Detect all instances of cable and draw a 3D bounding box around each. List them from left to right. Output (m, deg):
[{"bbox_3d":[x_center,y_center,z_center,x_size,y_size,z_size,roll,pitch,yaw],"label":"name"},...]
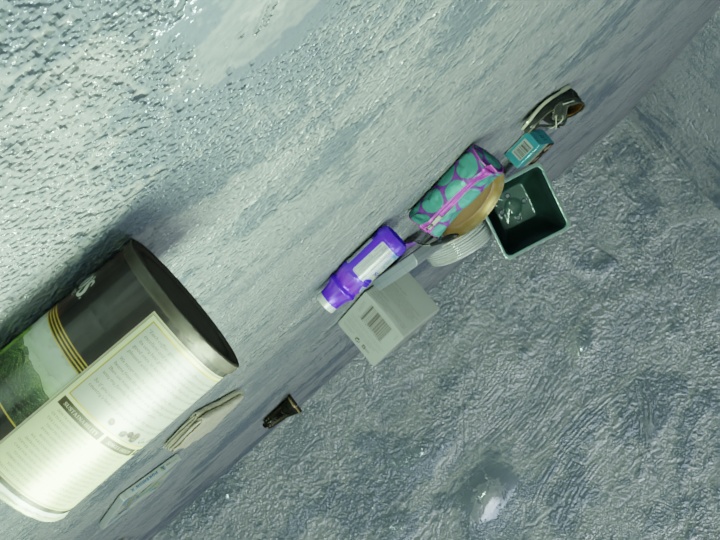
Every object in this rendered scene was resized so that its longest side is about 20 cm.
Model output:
[{"bbox_3d":[0.264,-0.079,2.027,0.199,0.070,0.200,-31,-170,-14],"label":"cable"}]

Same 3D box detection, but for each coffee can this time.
[{"bbox_3d":[-0.228,0.093,0.641,0.200,0.147,0.146,-41,171,-6],"label":"coffee can"}]

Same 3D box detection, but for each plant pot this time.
[{"bbox_3d":[0.251,-0.161,1.697,0.199,0.027,0.201,-30,147,-23],"label":"plant pot"},{"bbox_3d":[0.437,-0.172,2.038,0.194,0.198,0.200,-27,-174,8],"label":"plant pot"}]

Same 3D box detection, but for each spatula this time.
[{"bbox_3d":[0.156,-0.065,1.724,0.056,0.021,0.199,-15,-177,-42],"label":"spatula"}]

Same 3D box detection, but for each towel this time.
[{"bbox_3d":[-0.349,0.341,1.660,0.132,0.035,0.200,-45,171,20],"label":"towel"}]

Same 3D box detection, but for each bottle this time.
[{"bbox_3d":[0.000,0.000,1.437,0.200,0.065,0.083,-43,172,7],"label":"bottle"}]

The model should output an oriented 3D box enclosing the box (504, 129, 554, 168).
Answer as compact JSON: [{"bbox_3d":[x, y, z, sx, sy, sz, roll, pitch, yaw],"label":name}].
[{"bbox_3d":[0.433,-0.311,1.874,0.082,0.049,0.200,-46,170,26],"label":"box"}]

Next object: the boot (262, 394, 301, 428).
[{"bbox_3d":[-0.292,0.528,2.685,0.138,0.078,0.200,-34,168,-17],"label":"boot"}]

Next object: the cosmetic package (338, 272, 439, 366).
[{"bbox_3d":[0.080,0.127,2.061,0.199,0.165,0.165,-30,166,-47],"label":"cosmetic package"}]

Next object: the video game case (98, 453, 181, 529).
[{"bbox_3d":[-0.552,0.553,1.836,0.182,0.022,0.200,-33,167,-47],"label":"video game case"}]

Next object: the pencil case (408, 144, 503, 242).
[{"bbox_3d":[0.189,-0.154,1.454,0.200,0.085,0.093,-47,-162,26],"label":"pencil case"}]

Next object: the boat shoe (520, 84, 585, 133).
[{"bbox_3d":[0.431,-0.350,1.636,0.199,0.068,0.072,-34,170,-34],"label":"boat shoe"}]

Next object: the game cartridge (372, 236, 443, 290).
[{"bbox_3d":[0.114,-0.014,1.862,0.132,0.041,0.200,-30,176,-36],"label":"game cartridge"}]

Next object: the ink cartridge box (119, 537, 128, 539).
[{"bbox_3d":[-0.832,1.023,2.454,0.200,0.146,0.085,-41,173,-5],"label":"ink cartridge box"}]
